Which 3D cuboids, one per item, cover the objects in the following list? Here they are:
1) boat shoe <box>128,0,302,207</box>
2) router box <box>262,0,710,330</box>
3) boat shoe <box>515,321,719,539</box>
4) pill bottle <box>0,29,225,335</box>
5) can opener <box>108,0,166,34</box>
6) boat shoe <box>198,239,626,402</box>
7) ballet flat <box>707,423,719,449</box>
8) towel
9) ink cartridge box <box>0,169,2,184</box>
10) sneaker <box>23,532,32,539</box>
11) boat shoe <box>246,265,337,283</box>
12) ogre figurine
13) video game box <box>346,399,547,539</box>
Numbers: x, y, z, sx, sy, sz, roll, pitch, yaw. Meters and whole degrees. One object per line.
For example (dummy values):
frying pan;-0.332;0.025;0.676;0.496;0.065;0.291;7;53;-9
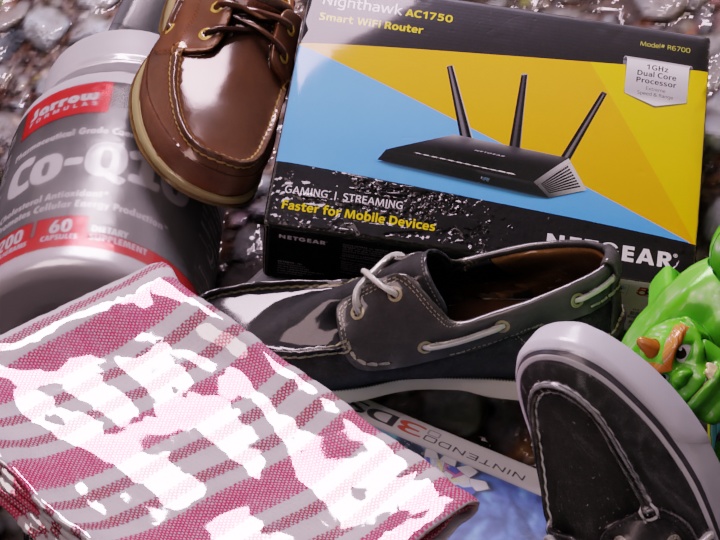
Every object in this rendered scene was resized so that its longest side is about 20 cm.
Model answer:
boat shoe;-0.066;-0.109;1.020;0.068;0.072;0.200;-58;18;34
router box;0.062;-0.056;1.002;0.200;0.051;0.149;8;58;1
boat shoe;0.107;0.118;0.819;0.074;0.200;0.068;-8;21;44
pill bottle;-0.125;-0.026;1.034;0.114;0.114;0.200;-17;38;16
can opener;-0.118;-0.128;1.204;0.066;0.053;0.200;18;65;-3
boat shoe;0.018;0.016;0.925;0.200;0.068;0.072;-1;39;3
ballet flat;0.200;0.006;0.920;0.067;0.067;0.200;10;98;23
towel;-0.070;0.070;0.830;0.200;0.030;0.146;35;43;28
ink cartridge box;-0.278;-0.081;1.114;0.147;0.086;0.200;-16;44;-13
sneaker;-0.090;0.125;1.002;0.200;0.093;0.070;4;93;55
boat shoe;0.000;0.000;1.032;0.200;0.065;0.074;-36;70;-24
ogre figurine;0.161;0.052;0.856;0.120;0.200;0.098;40;42;2
video game box;-0.003;0.124;0.859;0.182;0.047;0.200;19;29;14
